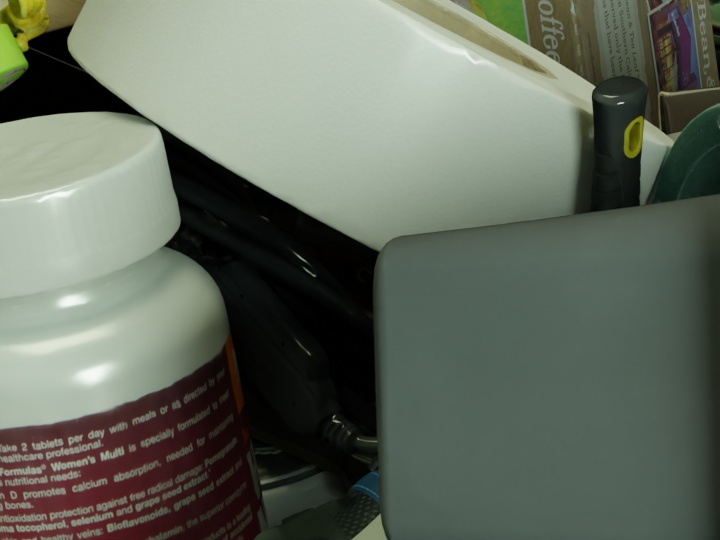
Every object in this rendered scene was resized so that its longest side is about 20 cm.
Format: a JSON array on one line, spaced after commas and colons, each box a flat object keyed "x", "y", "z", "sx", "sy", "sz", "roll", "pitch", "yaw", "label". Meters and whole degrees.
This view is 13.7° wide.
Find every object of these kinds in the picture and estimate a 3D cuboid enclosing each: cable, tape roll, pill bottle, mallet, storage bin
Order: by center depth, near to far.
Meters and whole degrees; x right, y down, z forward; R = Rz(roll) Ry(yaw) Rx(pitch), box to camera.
[{"x": 0.099, "y": 0.039, "z": 0.792, "sx": 0.134, "sy": 0.146, "sz": 0.200, "roll": -2, "pitch": 0, "yaw": 32, "label": "storage bin"}, {"x": -0.089, "y": 0.058, "z": 0.956, "sx": 0.109, "sy": 0.201, "sz": 0.110, "roll": -9, "pitch": 18, "yaw": 3, "label": "pill bottle"}, {"x": 0.086, "y": 0.028, "z": 0.969, "sx": 0.041, "sy": 0.201, "sz": 0.066, "roll": 27, "pitch": 33, "yaw": 37, "label": "mallet"}, {"x": 0.004, "y": -0.060, "z": 1.006, "sx": 0.202, "sy": 0.071, "sz": 0.202, "roll": 27, "pitch": 9, "yaw": -4, "label": "tape roll"}, {"x": 0.000, "y": 0.000, "z": 1.037, "sx": 0.163, "sy": 0.051, "sz": 0.200, "roll": 1, "pitch": 37, "yaw": -49, "label": "cable"}]

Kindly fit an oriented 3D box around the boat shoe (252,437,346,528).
[{"x": -0.090, "y": 0.059, "z": 1.162, "sx": 0.198, "sy": 0.068, "sz": 0.074, "roll": 2, "pitch": 22, "yaw": 25, "label": "boat shoe"}]

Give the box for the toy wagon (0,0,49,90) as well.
[{"x": -0.183, "y": -0.035, "z": 0.988, "sx": 0.199, "sy": 0.040, "sz": 0.155, "roll": -29, "pitch": -1, "yaw": -19, "label": "toy wagon"}]

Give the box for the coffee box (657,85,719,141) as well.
[{"x": 0.225, "y": -0.036, "z": 1.203, "sx": 0.199, "sy": 0.080, "sz": 0.113, "roll": -6, "pitch": -8, "yaw": 10, "label": "coffee box"}]

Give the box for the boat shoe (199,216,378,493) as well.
[{"x": -0.009, "y": 0.030, "z": 1.118, "sx": 0.200, "sy": 0.072, "sz": 0.068, "roll": 40, "pitch": 41, "yaw": 16, "label": "boat shoe"}]

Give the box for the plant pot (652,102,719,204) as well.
[{"x": 0.177, "y": -0.002, "z": 0.964, "sx": 0.134, "sy": 0.201, "sz": 0.200, "roll": -7, "pitch": 16, "yaw": -25, "label": "plant pot"}]

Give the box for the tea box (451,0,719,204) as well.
[{"x": 0.044, "y": -0.085, "z": 1.314, "sx": 0.196, "sy": 0.201, "sz": 0.134, "roll": 1, "pitch": 21, "yaw": 31, "label": "tea box"}]

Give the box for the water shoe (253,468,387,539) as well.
[{"x": 0.008, "y": 0.077, "z": 0.845, "sx": 0.079, "sy": 0.072, "sz": 0.200, "roll": -2, "pitch": 16, "yaw": 31, "label": "water shoe"}]
